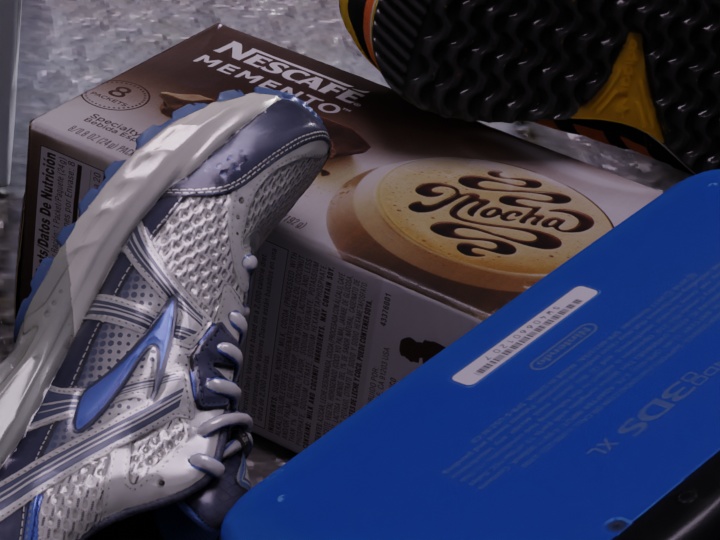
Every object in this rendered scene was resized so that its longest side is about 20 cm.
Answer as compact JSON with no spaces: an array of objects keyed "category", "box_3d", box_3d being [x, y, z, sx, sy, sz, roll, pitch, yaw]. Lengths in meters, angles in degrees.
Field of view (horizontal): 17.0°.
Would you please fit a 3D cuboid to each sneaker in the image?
[{"category":"sneaker","box_3d":[0.087,-0.075,0.818,0.200,0.070,0.090,12,13,-21]},{"category":"sneaker","box_3d":[-0.059,0.038,0.676,0.085,0.077,0.200,32,70,13]}]

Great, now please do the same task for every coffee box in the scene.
[{"category":"coffee box","box_3d":[0.000,0.000,0.785,0.200,0.080,0.113,23,34,24]}]

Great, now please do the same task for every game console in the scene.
[{"category":"game console","box_3d":[0.097,0.079,0.603,0.200,0.118,0.171,-33,32,-30]}]

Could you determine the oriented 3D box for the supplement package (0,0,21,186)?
[{"category":"supplement package","box_3d":[-0.235,-0.124,0.864,0.200,0.151,0.152,-4,32,-21]}]
